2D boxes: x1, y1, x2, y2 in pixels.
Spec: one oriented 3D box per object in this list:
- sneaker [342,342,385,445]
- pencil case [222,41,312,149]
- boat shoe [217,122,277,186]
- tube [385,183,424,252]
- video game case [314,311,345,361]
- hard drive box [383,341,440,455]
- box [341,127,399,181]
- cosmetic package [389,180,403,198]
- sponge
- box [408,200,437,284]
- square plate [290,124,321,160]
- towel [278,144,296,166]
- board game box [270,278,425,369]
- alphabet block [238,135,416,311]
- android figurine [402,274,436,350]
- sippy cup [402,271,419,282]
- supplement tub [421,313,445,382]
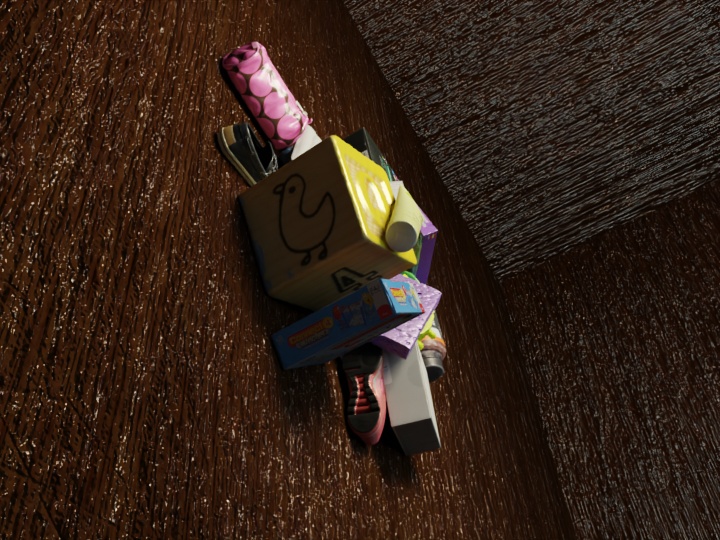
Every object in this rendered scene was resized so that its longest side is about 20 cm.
[{"bbox_3d":[0.010,0.211,1.451,0.088,0.072,0.204,71,17,-51],"label":"sneaker"},{"bbox_3d":[-0.178,-0.340,1.591,0.201,0.092,0.092,55,17,-32],"label":"pencil case"},{"bbox_3d":[-0.172,-0.185,1.433,0.200,0.061,0.076,49,20,-51],"label":"boat shoe"},{"bbox_3d":[0.076,-0.087,1.351,0.201,0.050,0.060,-67,165,-69],"label":"tube"},{"bbox_3d":[-0.030,0.094,1.565,0.185,0.023,0.201,62,15,-15],"label":"video game case"},{"bbox_3d":[0.093,0.238,1.550,0.201,0.075,0.159,70,9,-61],"label":"hard drive box"},{"bbox_3d":[0.002,-0.186,1.871,0.201,0.146,0.126,51,19,-43],"label":"box"},{"bbox_3d":[0.029,-0.090,1.718,0.202,0.104,0.092,109,-29,-51],"label":"cosmetic package"},{"bbox_3d":[0.070,0.077,1.520,0.200,0.109,0.030,-51,160,-54],"label":"sponge"},{"bbox_3d":[0.101,-0.051,1.777,0.138,0.038,0.203,54,-29,35],"label":"box"},{"bbox_3d":[-0.070,-0.182,1.660,0.200,0.028,0.201,59,18,-24],"label":"square plate"},{"bbox_3d":[-0.100,-0.154,1.658,0.204,0.048,0.112,65,15,-6],"label":"towel"},{"bbox_3d":[-0.014,0.084,1.296,0.057,0.197,0.195,65,14,10],"label":"board game box"},{"bbox_3d":[-0.052,-0.068,1.363,0.195,0.197,0.199,20,46,-60],"label":"alphabet block"},{"bbox_3d":[0.063,0.071,1.604,0.199,0.041,0.181,42,44,14],"label":"android figurine"},{"bbox_3d":[0.071,0.081,1.736,0.131,0.136,0.182,75,26,-71],"label":"sippy cup"},{"bbox_3d":[0.135,0.152,1.890,0.107,0.105,0.203,47,23,-48],"label":"supplement tub"}]
